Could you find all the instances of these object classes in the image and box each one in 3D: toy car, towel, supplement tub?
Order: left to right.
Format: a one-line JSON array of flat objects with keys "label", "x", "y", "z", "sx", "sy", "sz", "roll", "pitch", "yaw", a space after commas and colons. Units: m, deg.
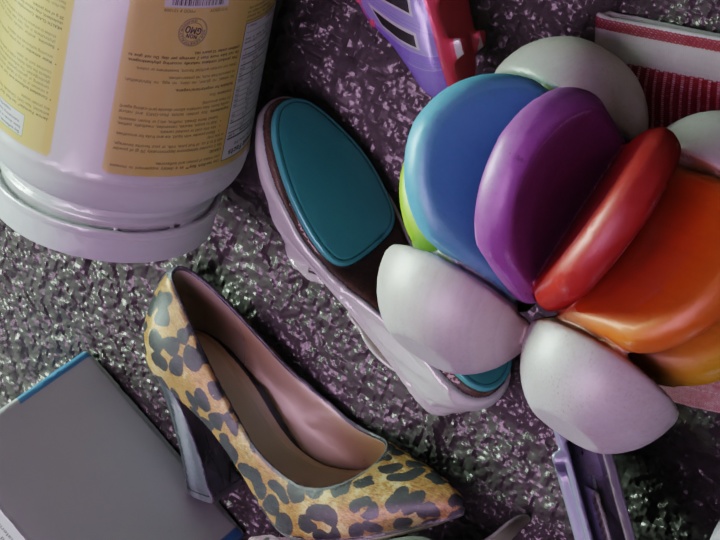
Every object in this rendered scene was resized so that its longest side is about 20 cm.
[{"label": "supplement tub", "x": -0.121, "y": -0.120, "z": 1.565, "sx": 0.145, "sy": 0.145, "sz": 0.200, "roll": 24, "pitch": 120, "yaw": 20}, {"label": "toy car", "x": 0.102, "y": -0.025, "z": 1.420, "sx": 0.200, "sy": 0.150, "sz": 0.175, "roll": 29, "pitch": 79, "yaw": 21}, {"label": "towel", "x": 0.177, "y": -0.024, "z": 1.510, "sx": 0.144, "sy": 0.023, "sz": 0.200, "roll": 13, "pitch": 114, "yaw": 27}]

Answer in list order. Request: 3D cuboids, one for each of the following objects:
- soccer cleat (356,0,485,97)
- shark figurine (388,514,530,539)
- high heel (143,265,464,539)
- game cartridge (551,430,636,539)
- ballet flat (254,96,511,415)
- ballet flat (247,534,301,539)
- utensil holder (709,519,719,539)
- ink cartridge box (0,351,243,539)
[{"label": "soccer cleat", "x": 0.003, "y": -0.176, "z": 1.515, "sx": 0.076, "sy": 0.067, "sz": 0.200, "roll": -18, "pitch": 96, "yaw": 20}, {"label": "shark figurine", "x": 0.028, "y": 0.196, "z": 1.661, "sx": 0.089, "sy": 0.128, "sz": 0.215, "roll": 30, "pitch": 144, "yaw": 32}, {"label": "high heel", "x": -0.035, "y": 0.072, "z": 1.636, "sx": 0.200, "sy": 0.071, "sz": 0.143, "roll": 8, "pitch": 120, "yaw": 37}, {"label": "game cartridge", "x": 0.130, "y": 0.159, "z": 1.520, "sx": 0.038, "sy": 0.130, "sz": 0.200, "roll": -15, "pitch": 81, "yaw": -1}, {"label": "ballet flat", "x": 0.000, "y": 0.000, "z": 1.601, "sx": 0.069, "sy": 0.069, "sz": 0.200, "roll": -40, "pitch": 89, "yaw": 35}, {"label": "ballet flat", "x": -0.053, "y": 0.216, "z": 1.707, "sx": 0.071, "sy": 0.069, "sz": 0.200, "roll": 4, "pitch": 142, "yaw": -14}, {"label": "utensil holder", "x": 0.280, "y": 0.191, "z": 1.451, "sx": 0.200, "sy": 0.170, "sz": 0.170, "roll": 1, "pitch": 110, "yaw": 31}, {"label": "ink cartridge box", "x": -0.204, "y": 0.179, "z": 1.735, "sx": 0.146, "sy": 0.147, "sz": 0.200, "roll": 49, "pitch": 126, "yaw": 3}]
